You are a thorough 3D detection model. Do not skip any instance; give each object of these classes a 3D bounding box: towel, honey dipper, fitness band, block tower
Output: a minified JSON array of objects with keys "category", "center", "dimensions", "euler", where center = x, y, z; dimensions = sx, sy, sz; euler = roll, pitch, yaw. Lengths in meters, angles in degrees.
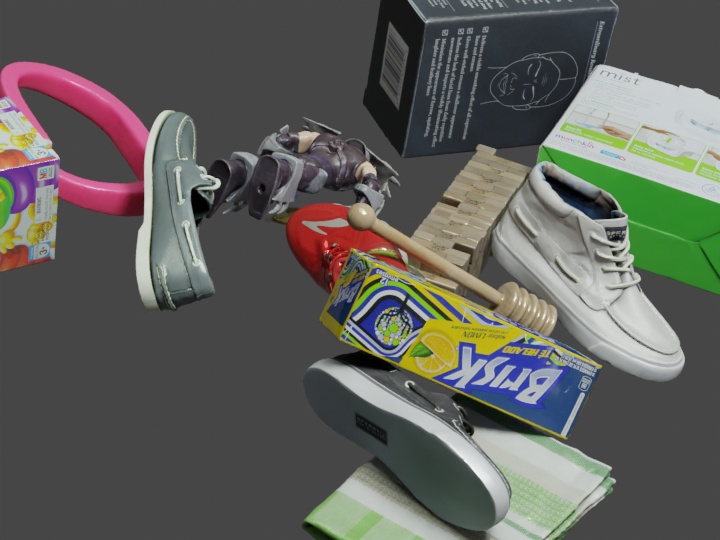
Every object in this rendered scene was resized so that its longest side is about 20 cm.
[{"category":"towel","center":[0.073,0.170,1.424],"dimensions":[0.149,0.031,0.200],"euler":[27,41,27]},{"category":"honey dipper","center":[0.071,-0.002,1.570],"dimensions":[0.200,0.038,0.038],"euler":[31,28,-23]},{"category":"fitness band","center":[-0.243,-0.116,1.702],"dimensions":[0.143,0.037,0.200],"euler":[8,32,-38]},{"category":"block tower","center":[0.090,-0.035,1.688],"dimensions":[0.058,0.054,0.200],"euler":[19,37,12]}]

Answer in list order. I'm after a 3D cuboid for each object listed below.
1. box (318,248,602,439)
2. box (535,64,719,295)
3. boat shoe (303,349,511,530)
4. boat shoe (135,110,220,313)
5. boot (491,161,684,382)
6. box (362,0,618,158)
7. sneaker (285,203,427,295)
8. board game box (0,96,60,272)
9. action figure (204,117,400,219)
[{"category":"box","center":[0.075,0.055,1.472],"dimensions":[0.200,0.064,0.070],"euler":[24,4,-18]},{"category":"box","center":[0.272,-0.086,1.766],"dimensions":[0.200,0.097,0.177],"euler":[19,35,13]},{"category":"boat shoe","center":[0.045,0.115,1.420],"dimensions":[0.066,0.070,0.200],"euler":[-26,39,-34]},{"category":"boat shoe","center":[-0.142,-0.051,1.613],"dimensions":[0.062,0.073,0.200],"euler":[-7,50,10]},{"category":"boot","center":[0.197,-0.002,1.608],"dimensions":[0.200,0.096,0.074],"euler":[40,38,20]},{"category":"box","center":[0.120,-0.202,1.848],"dimensions":[0.200,0.149,0.107],"euler":[-6,38,-22]},{"category":"sneaker","center":[0.000,0.000,1.571],"dimensions":[0.200,0.077,0.085],"euler":[42,9,38]},{"category":"board game box","center":[-0.353,-0.053,1.565],"dimensions":[0.200,0.105,0.103],"euler":[-15,42,-30]},{"category":"action figure","center":[-0.050,-0.084,1.711],"dimensions":[0.130,0.069,0.200],"euler":[21,19,30]}]
